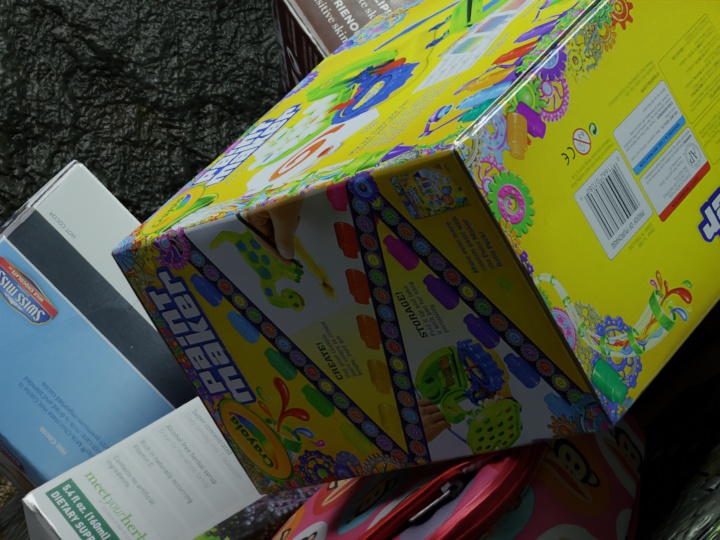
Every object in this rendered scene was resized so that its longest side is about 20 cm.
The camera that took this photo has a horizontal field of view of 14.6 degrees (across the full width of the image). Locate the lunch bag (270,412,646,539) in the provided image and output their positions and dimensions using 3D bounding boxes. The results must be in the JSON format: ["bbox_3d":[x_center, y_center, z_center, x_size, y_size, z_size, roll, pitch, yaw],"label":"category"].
[{"bbox_3d":[0.020,0.131,1.105,0.200,0.082,0.176,-41,11,24],"label":"lunch bag"}]

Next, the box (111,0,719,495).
[{"bbox_3d":[0.048,-0.029,1.103,0.192,0.122,0.200,-14,23,45],"label":"box"}]

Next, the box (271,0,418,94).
[{"bbox_3d":[0.074,-0.124,1.655,0.200,0.164,0.166,-31,-20,-10],"label":"box"}]

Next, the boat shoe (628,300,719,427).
[{"bbox_3d":[0.100,0.040,1.213,0.200,0.070,0.070,-44,10,12],"label":"boat shoe"}]

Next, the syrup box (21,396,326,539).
[{"bbox_3d":[-0.041,0.097,1.250,0.200,0.079,0.082,-30,-33,-19],"label":"syrup box"}]

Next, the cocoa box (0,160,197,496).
[{"bbox_3d":[-0.133,0.064,1.473,0.131,0.200,0.133,-46,7,-13],"label":"cocoa box"}]
